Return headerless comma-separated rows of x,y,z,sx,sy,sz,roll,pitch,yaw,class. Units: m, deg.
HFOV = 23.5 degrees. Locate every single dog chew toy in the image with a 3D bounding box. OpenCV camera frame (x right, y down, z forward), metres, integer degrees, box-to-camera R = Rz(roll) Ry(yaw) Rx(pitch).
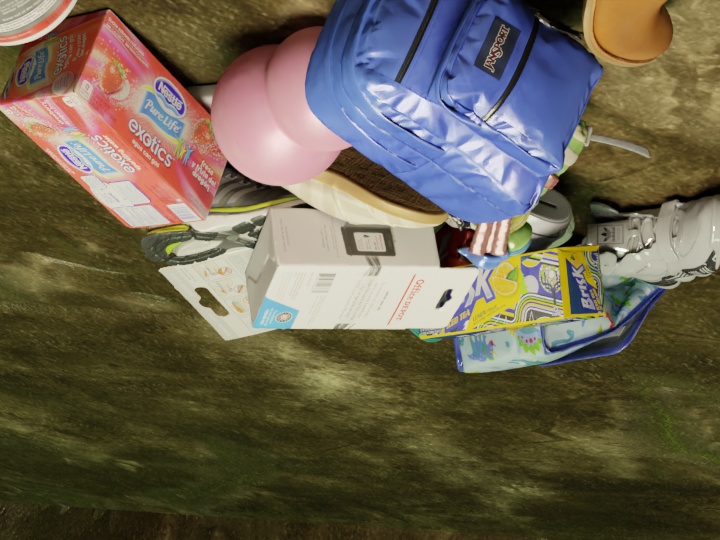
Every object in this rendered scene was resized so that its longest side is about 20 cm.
-0.039,-0.151,1.475,0.124,0.125,0.199,21,149,-34,dog chew toy

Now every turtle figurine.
0.124,-0.124,1.543,0.144,0.200,0.194,29,156,45,turtle figurine

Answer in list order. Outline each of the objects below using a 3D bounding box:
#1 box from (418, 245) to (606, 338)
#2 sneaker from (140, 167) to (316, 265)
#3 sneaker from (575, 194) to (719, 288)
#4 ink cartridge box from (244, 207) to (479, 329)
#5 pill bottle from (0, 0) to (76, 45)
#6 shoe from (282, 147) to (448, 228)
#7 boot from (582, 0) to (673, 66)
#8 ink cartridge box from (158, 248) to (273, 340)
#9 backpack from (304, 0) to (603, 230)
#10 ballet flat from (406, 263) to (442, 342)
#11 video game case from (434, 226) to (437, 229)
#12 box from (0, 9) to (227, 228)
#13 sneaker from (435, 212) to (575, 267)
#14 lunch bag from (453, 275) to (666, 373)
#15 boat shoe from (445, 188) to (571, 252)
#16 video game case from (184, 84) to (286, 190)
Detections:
0.142,0.023,1.682,0.064,0.071,0.199,-1,173,-41,box
-0.113,-0.065,1.651,0.198,0.081,0.074,-7,151,4,sneaker
0.291,-0.032,1.731,0.114,0.076,0.200,9,165,-10,sneaker
0.000,0.000,1.644,0.198,0.067,0.116,1,148,-18,ink cartridge box
-0.288,-0.258,1.263,0.115,0.117,0.200,3,161,15,pill bottle
-0.012,-0.084,1.595,0.199,0.070,0.054,22,140,2,shoe
0.224,-0.215,1.243,0.154,0.074,0.200,-10,157,34,boot
-0.087,0.001,1.816,0.199,0.050,0.161,-11,145,21,ink cartridge box
0.073,-0.156,1.333,0.199,0.163,0.168,30,158,-18,backpack
0.043,-0.010,1.780,0.068,0.069,0.200,-30,134,-1,ballet flat
-0.025,-0.061,1.782,0.199,0.022,0.182,20,140,-28,video game case
-0.220,-0.133,1.574,0.102,0.095,0.200,-6,144,35,box
0.125,-0.033,1.771,0.085,0.077,0.199,-21,176,-45,sneaker
0.217,0.039,1.904,0.199,0.128,0.170,-15,180,-35,lunch bag
0.101,-0.068,1.651,0.199,0.074,0.067,26,133,-2,boat shoe
-0.117,-0.108,1.679,0.199,0.024,0.183,-1,137,27,video game case
